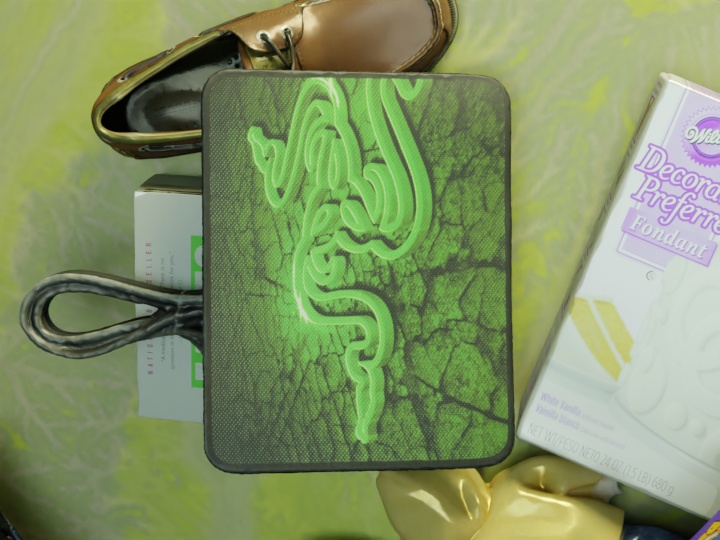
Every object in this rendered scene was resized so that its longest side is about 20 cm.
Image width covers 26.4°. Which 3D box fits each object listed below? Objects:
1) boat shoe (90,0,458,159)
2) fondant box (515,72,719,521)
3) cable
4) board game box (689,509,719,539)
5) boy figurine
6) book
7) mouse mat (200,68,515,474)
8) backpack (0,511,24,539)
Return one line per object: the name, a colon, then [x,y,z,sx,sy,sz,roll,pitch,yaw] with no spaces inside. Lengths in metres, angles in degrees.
boat shoe: [-0.044,-0.100,0.799,0.199,0.068,0.072,-21,95,12]
fondant box: [0.182,0.019,0.788,0.143,0.058,0.201,22,102,5]
cable: [-0.079,0.028,0.793,0.199,0.050,0.098,16,106,1]
board game box: [0.246,0.186,0.731,0.134,0.045,0.200,-44,89,-7]
boy figurine: [0.099,0.157,0.818,0.199,0.064,0.125,18,78,8]
book: [-0.021,0.023,0.834,0.198,0.048,0.135,4,105,7]
mouse mat: [0.000,0.000,0.768,0.160,0.008,0.202,0,87,-11]
backpack: [-0.233,0.238,0.842,0.200,0.183,0.147,47,127,-5]
